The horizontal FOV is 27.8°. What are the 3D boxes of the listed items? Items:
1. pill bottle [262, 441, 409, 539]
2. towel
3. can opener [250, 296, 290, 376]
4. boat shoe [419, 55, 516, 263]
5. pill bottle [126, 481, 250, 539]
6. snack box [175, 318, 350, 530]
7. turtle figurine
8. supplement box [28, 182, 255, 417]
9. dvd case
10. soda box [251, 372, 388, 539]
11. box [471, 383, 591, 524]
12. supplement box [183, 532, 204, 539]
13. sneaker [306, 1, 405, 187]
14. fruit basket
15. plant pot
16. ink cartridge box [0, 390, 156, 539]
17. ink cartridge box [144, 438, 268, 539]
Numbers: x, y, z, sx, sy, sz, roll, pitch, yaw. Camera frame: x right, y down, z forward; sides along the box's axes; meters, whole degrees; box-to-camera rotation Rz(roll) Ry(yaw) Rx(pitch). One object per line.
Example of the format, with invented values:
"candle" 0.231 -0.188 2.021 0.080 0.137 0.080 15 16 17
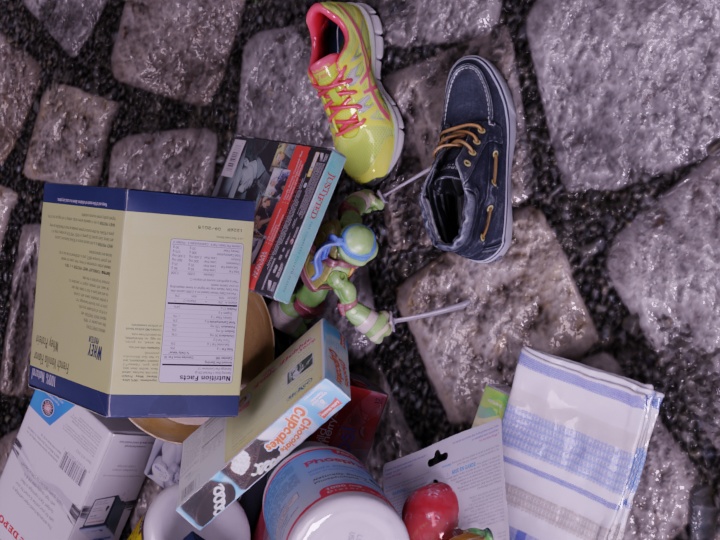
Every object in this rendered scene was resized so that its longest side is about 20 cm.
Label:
"pill bottle" -0.029 0.221 1.295 0.200 0.108 0.110 -139 67 -73
"towel" 0.172 0.176 1.254 0.146 0.024 0.202 19 96 40
"can opener" -0.121 0.032 1.524 0.063 0.078 0.201 -30 67 24
"boat shoe" 0.098 -0.110 1.352 0.070 0.091 0.202 -10 78 30
"pill bottle" -0.190 0.299 1.488 0.200 0.108 0.110 -54 50 52
"snack box" -0.092 0.143 1.373 0.200 0.037 0.116 -42 21 17
"turtle figurine" 0.000 0.000 1.432 0.193 0.199 0.145 -22 93 55
"supplement box" -0.209 0.025 1.369 0.199 0.133 0.202 7 93 56
"dvd case" -0.095 -0.054 1.382 0.199 0.022 0.147 15 82 57
"soda box" -0.043 0.198 1.429 0.063 0.069 0.202 31 103 65
"box" 0.144 0.221 1.306 0.144 0.036 0.202 23 97 38
"supplement box" -0.141 0.394 1.355 0.200 0.199 0.134 -45 30 10
"sneaker" -0.017 -0.180 1.461 0.078 0.090 0.202 -22 71 33
"fruit basket" 0.080 0.249 1.274 0.185 0.093 0.202 -32 49 51
"plant pot" -0.175 0.076 1.487 0.198 0.027 0.202 0 90 19
"ink cartridge box" -0.330 0.237 1.656 0.146 0.086 0.201 33 106 37
"ink cartridge box" -0.127 0.167 1.530 0.197 0.043 0.202 26 100 40
